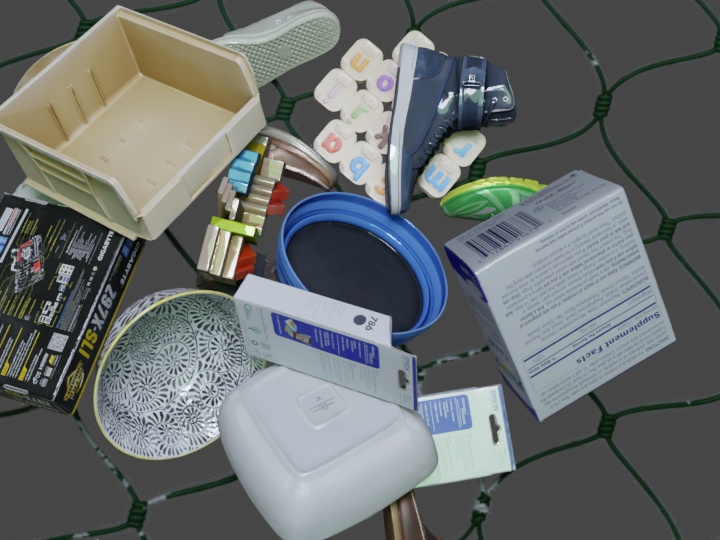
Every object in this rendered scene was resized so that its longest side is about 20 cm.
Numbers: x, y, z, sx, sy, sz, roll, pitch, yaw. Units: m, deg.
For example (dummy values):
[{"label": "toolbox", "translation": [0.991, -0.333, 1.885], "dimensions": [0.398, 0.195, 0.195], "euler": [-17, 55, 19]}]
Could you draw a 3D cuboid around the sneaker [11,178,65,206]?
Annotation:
[{"label": "sneaker", "translation": [-0.379, -0.047, 1.120], "dimensions": [0.199, 0.075, 0.100], "euler": [-25, 65, -5]}]

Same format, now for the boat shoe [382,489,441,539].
[{"label": "boat shoe", "translation": [0.066, 0.322, 1.077], "dimensions": [0.070, 0.070, 0.202], "euler": [-10, 104, -6]}]

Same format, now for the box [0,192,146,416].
[{"label": "box", "translation": [-0.328, 0.030, 1.007], "dimensions": [0.158, 0.049, 0.202], "euler": [11, 68, 18]}]

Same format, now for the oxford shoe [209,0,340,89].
[{"label": "oxford shoe", "translation": [-0.119, -0.260, 1.163], "dimensions": [0.198, 0.076, 0.058], "euler": [-21, 43, 2]}]

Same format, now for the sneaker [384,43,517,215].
[{"label": "sneaker", "translation": [0.103, -0.155, 1.134], "dimensions": [0.145, 0.077, 0.204], "euler": [9, 79, 0]}]

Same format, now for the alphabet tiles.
[{"label": "alphabet tiles", "translation": [0.047, -0.181, 1.180], "dimensions": [0.200, 0.015, 0.196], "euler": [39, 80, 2]}]

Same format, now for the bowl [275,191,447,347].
[{"label": "bowl", "translation": [0.000, 0.000, 1.088], "dimensions": [0.199, 0.039, 0.202], "euler": [17, 44, -17]}]

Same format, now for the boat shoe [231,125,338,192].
[{"label": "boat shoe", "translation": [-0.120, -0.132, 1.139], "dimensions": [0.199, 0.076, 0.072], "euler": [26, 85, 10]}]

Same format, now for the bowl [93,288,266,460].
[{"label": "bowl", "translation": [-0.209, 0.094, 1.073], "dimensions": [0.199, 0.094, 0.202], "euler": [-18, 124, -29]}]

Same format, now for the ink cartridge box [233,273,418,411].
[{"label": "ink cartridge box", "translation": [-0.028, 0.072, 0.995], "dimensions": [0.198, 0.100, 0.039], "euler": [18, 53, 17]}]

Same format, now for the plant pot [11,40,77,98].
[{"label": "plant pot", "translation": [-0.297, -0.178, 1.130], "dimensions": [0.198, 0.028, 0.202], "euler": [1, 65, -2]}]

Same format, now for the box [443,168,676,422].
[{"label": "box", "translation": [0.217, 0.025, 1.081], "dimensions": [0.183, 0.105, 0.201], "euler": [-29, 113, -6]}]

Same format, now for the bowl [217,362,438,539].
[{"label": "bowl", "translation": [-0.039, 0.160, 1.032], "dimensions": [0.199, 0.075, 0.200], "euler": [-26, 51, -19]}]

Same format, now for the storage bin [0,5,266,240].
[{"label": "storage bin", "translation": [-0.233, -0.152, 1.019], "dimensions": [0.197, 0.094, 0.200], "euler": [25, 59, 26]}]

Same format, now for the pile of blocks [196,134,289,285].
[{"label": "pile of blocks", "translation": [-0.111, -0.070, 1.034], "dimensions": [0.062, 0.082, 0.201], "euler": [13, 57, 2]}]

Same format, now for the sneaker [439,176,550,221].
[{"label": "sneaker", "translation": [0.190, -0.058, 1.143], "dimensions": [0.198, 0.074, 0.084], "euler": [9, 78, -3]}]

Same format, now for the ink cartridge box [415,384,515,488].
[{"label": "ink cartridge box", "translation": [0.068, 0.192, 1.114], "dimensions": [0.198, 0.039, 0.100], "euler": [-8, 83, -3]}]

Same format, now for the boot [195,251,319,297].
[{"label": "boot", "translation": [-0.091, 0.028, 1.123], "dimensions": [0.199, 0.097, 0.075], "euler": [24, 73, -24]}]
